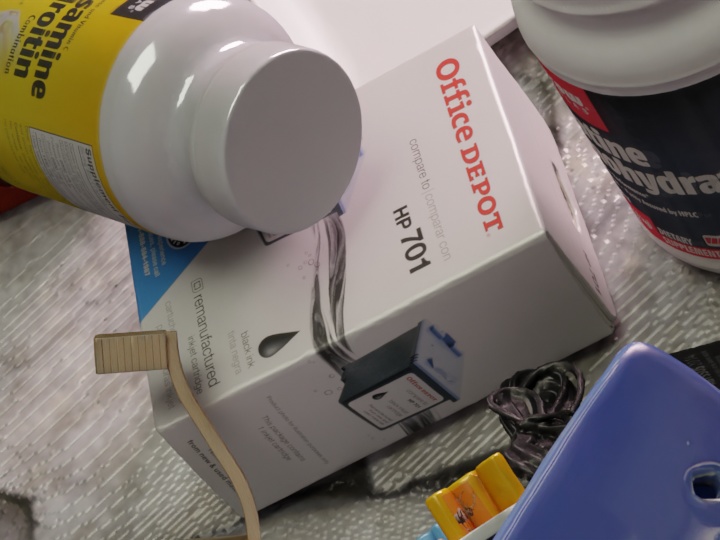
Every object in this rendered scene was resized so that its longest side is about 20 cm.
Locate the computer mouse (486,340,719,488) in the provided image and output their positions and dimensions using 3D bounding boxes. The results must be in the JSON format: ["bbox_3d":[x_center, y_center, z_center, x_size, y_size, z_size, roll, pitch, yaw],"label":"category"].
[{"bbox_3d":[0.152,0.059,0.872,0.198,0.053,0.139,-14,11,7],"label":"computer mouse"}]

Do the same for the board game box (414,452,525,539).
[{"bbox_3d":[-0.025,0.140,0.834,0.199,0.200,0.026,-31,80,-6],"label":"board game box"}]

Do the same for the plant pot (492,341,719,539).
[{"bbox_3d":[0.102,0.177,0.706,0.179,0.201,0.200,30,61,14],"label":"plant pot"}]

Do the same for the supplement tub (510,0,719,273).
[{"bbox_3d":[0.147,-0.104,0.916,0.139,0.200,0.141,-17,49,21],"label":"supplement tub"}]

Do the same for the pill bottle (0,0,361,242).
[{"bbox_3d":[-0.094,-0.076,0.995,0.199,0.112,0.112,17,67,45],"label":"pill bottle"}]

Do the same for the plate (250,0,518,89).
[{"bbox_3d":[0.038,-0.172,1.156,0.199,0.032,0.200,-34,45,4],"label":"plate"}]

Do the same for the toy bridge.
[{"bbox_3d":[-0.075,0.126,0.939,0.067,0.027,0.202,-4,89,-4],"label":"toy bridge"}]

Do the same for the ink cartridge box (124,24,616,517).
[{"bbox_3d":[0.000,0.000,1.012,0.199,0.086,0.147,-29,45,14],"label":"ink cartridge box"}]

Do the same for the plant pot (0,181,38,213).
[{"bbox_3d":[-0.226,-0.138,1.200,0.199,0.200,0.177,-24,58,15],"label":"plant pot"}]
